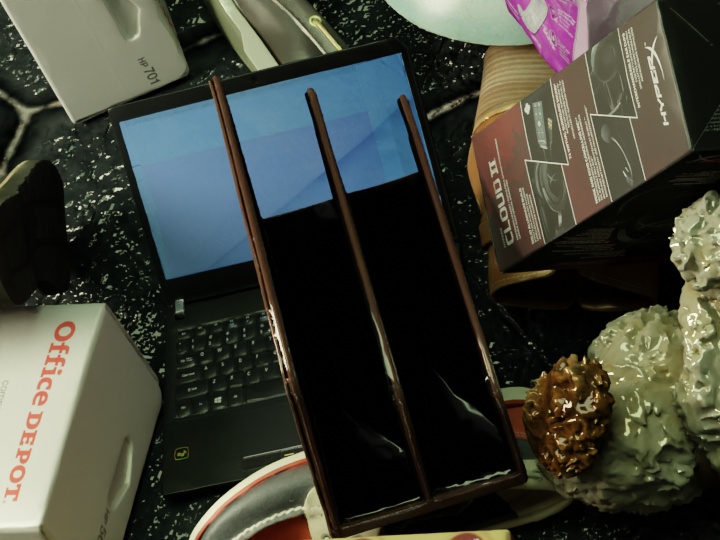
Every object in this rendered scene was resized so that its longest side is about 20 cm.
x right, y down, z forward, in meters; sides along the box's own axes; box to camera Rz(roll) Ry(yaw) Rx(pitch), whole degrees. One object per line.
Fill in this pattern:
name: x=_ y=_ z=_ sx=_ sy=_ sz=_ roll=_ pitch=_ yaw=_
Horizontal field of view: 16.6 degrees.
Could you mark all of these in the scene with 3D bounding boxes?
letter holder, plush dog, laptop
letter holder: x=0.000 y=0.000 z=1.193 sx=0.100 sy=0.143 sz=0.201 roll=-16 pitch=52 yaw=1
plush dog: x=0.164 y=0.063 z=1.167 sx=0.171 sy=0.200 sz=0.161 roll=-20 pitch=76 yaw=16
laptop: x=-0.040 y=-0.001 z=1.325 sx=0.176 sy=0.103 sz=0.201 roll=-13 pitch=51 yaw=14

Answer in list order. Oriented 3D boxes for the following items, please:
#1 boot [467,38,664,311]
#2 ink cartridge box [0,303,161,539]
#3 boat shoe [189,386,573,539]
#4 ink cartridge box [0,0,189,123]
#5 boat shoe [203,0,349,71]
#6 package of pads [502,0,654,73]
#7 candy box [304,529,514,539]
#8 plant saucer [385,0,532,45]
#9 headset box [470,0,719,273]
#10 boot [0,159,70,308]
boot: x=0.157 y=-0.054 z=1.316 sx=0.199 sy=0.074 sz=0.156 roll=-7 pitch=60 yaw=15
ink cartridge box: x=-0.225 y=0.099 z=1.336 sx=0.199 sy=0.084 sz=0.147 roll=-4 pitch=52 yaw=21
boat shoe: x=0.010 y=0.123 z=1.235 sx=0.199 sy=0.071 sz=0.063 roll=-21 pitch=52 yaw=1
ink cartridge box: x=-0.185 y=-0.215 z=1.520 sx=0.085 sy=0.147 sz=0.201 roll=-22 pitch=49 yaw=3
boat shoe: x=-0.055 y=-0.158 z=1.476 sx=0.060 sy=0.072 sz=0.202 roll=-27 pitch=56 yaw=-5
package of pads: x=0.180 y=-0.156 z=1.267 sx=0.199 sy=0.076 sz=0.121 roll=-13 pitch=40 yaw=-15
candy box: x=-0.011 y=0.177 z=1.167 sx=0.199 sy=0.116 sz=0.056 roll=-4 pitch=53 yaw=19
plant saucer: x=0.093 y=-0.214 z=1.373 sx=0.200 sy=0.039 sz=0.202 roll=-9 pitch=52 yaw=11
headset box: x=0.158 y=-0.060 z=1.180 sx=0.148 sy=0.200 sz=0.078 roll=-4 pitch=76 yaw=-27
boot: x=-0.241 y=-0.014 z=1.361 sx=0.137 sy=0.200 sz=0.078 roll=-8 pitch=92 yaw=7
